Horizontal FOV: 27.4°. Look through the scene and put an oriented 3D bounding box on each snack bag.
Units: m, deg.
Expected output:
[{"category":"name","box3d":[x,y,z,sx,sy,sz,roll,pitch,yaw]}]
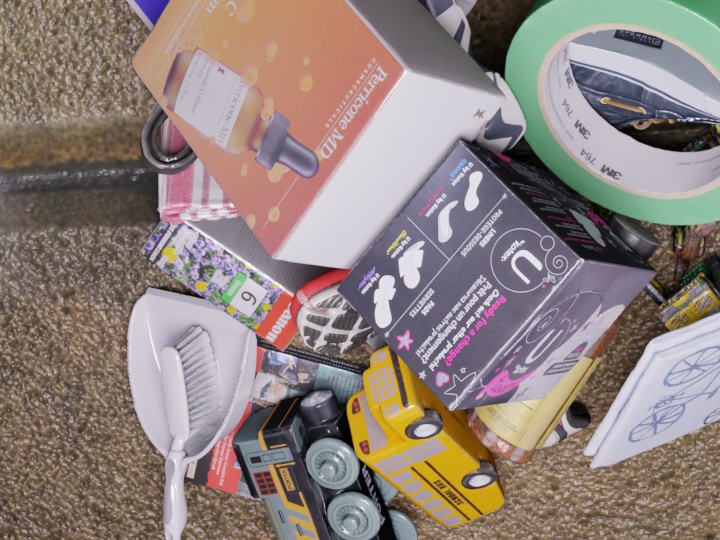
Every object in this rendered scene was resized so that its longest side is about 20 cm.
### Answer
[{"category":"snack bag","box3d":[0.273,0.072,1.096,0.198,0.022,0.189,-18,152,-17]}]

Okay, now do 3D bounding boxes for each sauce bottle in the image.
[{"category":"sauce bottle","box3d":[0.154,0.051,1.107,0.066,0.066,0.201,30,107,-5]}]

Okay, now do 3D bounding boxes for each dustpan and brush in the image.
[{"category":"dustpan and brush","box3d":[-0.144,0.126,1.204,0.139,0.057,0.202,11,111,39]}]

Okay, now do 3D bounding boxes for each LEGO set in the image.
[{"category":"LEGO set","box3d":[0.264,-0.025,1.105,0.199,0.116,0.154,-32,104,17]}]

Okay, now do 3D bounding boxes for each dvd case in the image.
[{"category":"dvd case","box3d":[-0.059,0.135,1.256,0.198,0.022,0.147,15,111,2]}]

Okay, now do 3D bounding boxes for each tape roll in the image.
[{"category":"tape roll","box3d":[0.197,-0.120,1.004,0.199,0.048,0.201,23,143,18]}]

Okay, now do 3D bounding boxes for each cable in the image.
[{"category":"cable","box3d":[-0.097,-0.161,1.088,0.097,0.050,0.200,48,65,-2]}]

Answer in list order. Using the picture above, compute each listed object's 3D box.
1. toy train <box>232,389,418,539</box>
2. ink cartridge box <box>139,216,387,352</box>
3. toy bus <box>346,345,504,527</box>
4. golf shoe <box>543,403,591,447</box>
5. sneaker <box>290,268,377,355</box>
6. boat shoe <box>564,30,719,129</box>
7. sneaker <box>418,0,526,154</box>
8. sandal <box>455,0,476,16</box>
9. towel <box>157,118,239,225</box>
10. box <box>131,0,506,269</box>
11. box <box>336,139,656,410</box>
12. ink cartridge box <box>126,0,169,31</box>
[{"category":"toy train","box3d":[-0.028,0.193,1.224,0.113,0.085,0.202,-11,111,23]},{"category":"ink cartridge box","box3d":[-0.068,0.007,1.161,0.199,0.109,0.050,35,112,-7]},{"category":"toy bus","box3d":[0.051,0.133,1.164,0.078,0.066,0.200,-24,143,16]},{"category":"golf shoe","box3d":[0.135,0.049,1.179,0.091,0.073,0.202,-12,117,-2]},{"category":"sneaker","box3d":[0.000,0.000,1.113,0.085,0.199,0.077,43,123,15]},{"category":"boat shoe","box3d":[0.217,-0.135,1.078,0.199,0.071,0.091,22,148,14]},{"category":"sneaker","box3d":[0.012,-0.141,1.031,0.129,0.079,0.200,-36,102,-13]},{"category":"sandal","box3d":[0.009,-0.183,1.097,0.203,0.050,0.083,-44,101,-10]},{"category":"towel","box3d":[-0.051,-0.102,1.106,0.198,0.148,0.030,-2,147,2]},{"category":"box","box3d":[-0.032,-0.123,0.956,0.153,0.106,0.200,-53,56,23]},{"category":"box","box3d":[0.097,0.009,0.986,0.115,0.200,0.132,45,105,20]},{"category":"ink cartridge box","box3d":[-0.109,-0.276,1.067,0.198,0.043,0.200,-49,63,18]}]
